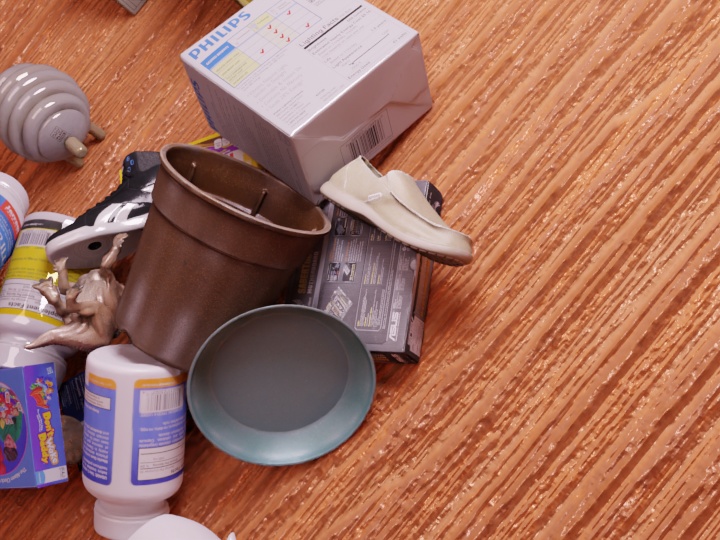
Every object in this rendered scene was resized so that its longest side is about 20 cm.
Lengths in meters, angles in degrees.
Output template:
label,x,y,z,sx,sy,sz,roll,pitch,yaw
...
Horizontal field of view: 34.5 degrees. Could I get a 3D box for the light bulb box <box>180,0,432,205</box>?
label,x,y,z,sx,sy,sz,roll,pitch,yaw
light bulb box,-0.060,-0.217,1.328,0.198,0.125,0.200,-41,56,-17

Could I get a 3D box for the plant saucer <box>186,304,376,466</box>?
label,x,y,z,sx,sy,sz,roll,pitch,yaw
plant saucer,-0.084,0.117,1.232,0.200,0.200,0.036,-36,27,10

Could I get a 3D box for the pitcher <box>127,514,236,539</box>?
label,x,y,z,sx,sy,sz,roll,pitch,yaw
pitcher,-0.146,0.336,1.214,0.172,0.121,0.200,-42,68,-18

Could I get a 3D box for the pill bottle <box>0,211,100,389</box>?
label,x,y,z,sx,sy,sz,roll,pitch,yaw
pill bottle,-0.386,0.040,1.419,0.114,0.114,0.200,2,66,26

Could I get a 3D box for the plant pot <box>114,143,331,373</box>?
label,x,y,z,sx,sy,sz,roll,pitch,yaw
plant pot,-0.163,-0.005,1.264,0.200,0.200,0.199,36,108,31

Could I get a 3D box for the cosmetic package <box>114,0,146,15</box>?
label,x,y,z,sx,sy,sz,roll,pitch,yaw
cosmetic package,-0.298,-0.466,1.582,0.087,0.103,0.200,40,90,30

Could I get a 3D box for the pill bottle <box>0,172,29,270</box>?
label,x,y,z,sx,sy,sz,roll,pitch,yaw
pill bottle,-0.482,-0.044,1.428,0.112,0.112,0.200,-21,27,18

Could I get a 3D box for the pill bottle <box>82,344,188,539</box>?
label,x,y,z,sx,sy,sz,roll,pitch,yaw
pill bottle,-0.250,0.190,1.282,0.112,0.112,0.200,11,102,29

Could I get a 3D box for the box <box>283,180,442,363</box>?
label,x,y,z,sx,sy,sz,roll,pitch,yaw
box,0.000,0.000,1.295,0.158,0.048,0.200,0,71,27

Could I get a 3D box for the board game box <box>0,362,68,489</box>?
label,x,y,z,sx,sy,sz,roll,pitch,yaw
board game box,-0.426,0.182,1.329,0.200,0.045,0.135,-9,87,35

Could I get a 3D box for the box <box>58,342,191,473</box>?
label,x,y,z,sx,sy,sz,roll,pitch,yaw
box,-0.263,0.145,1.378,0.200,0.032,0.121,-31,61,15

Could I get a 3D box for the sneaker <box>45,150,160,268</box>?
label,x,y,z,sx,sy,sz,roll,pitch,yaw
sneaker,-0.293,-0.080,1.403,0.200,0.073,0.112,-19,62,-14

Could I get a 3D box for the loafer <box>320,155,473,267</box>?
label,x,y,z,sx,sy,sz,roll,pitch,yaw
loafer,0.042,-0.067,1.227,0.200,0.076,0.068,30,92,31

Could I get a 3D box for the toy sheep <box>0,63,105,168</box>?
label,x,y,z,sx,sy,sz,roll,pitch,yaw
toy sheep,-0.414,-0.202,1.522,0.200,0.138,0.138,33,88,31

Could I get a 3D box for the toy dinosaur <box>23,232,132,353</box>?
label,x,y,z,sx,sy,sz,roll,pitch,yaw
toy dinosaur,-0.302,0.050,1.338,0.086,0.136,0.200,-7,32,22

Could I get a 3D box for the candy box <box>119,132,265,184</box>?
label,x,y,z,sx,sy,sz,roll,pitch,yaw
candy box,-0.211,-0.110,1.451,0.200,0.026,0.102,-18,68,19

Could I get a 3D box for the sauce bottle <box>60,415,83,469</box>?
label,x,y,z,sx,sy,sz,roll,pitch,yaw
sauce bottle,-0.410,0.225,1.388,0.200,0.066,0.066,-22,62,36

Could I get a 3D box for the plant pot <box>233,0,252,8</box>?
label,x,y,z,sx,sy,sz,roll,pitch,yaw
plant pot,-0.153,-0.457,1.462,0.194,0.195,0.200,-51,52,1
